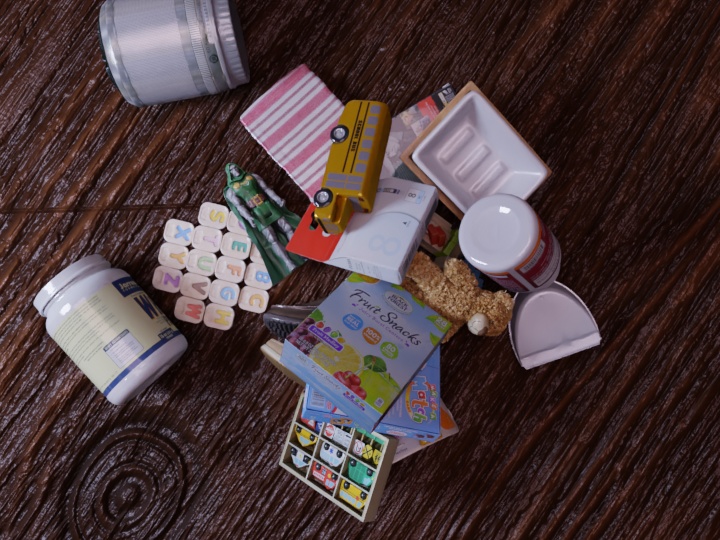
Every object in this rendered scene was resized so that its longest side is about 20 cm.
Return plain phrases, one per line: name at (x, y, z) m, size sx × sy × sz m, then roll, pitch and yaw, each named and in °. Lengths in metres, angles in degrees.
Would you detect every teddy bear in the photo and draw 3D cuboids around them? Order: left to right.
teddy bear at (0.132, 0.045, 0.955) m, size 0.200 × 0.067 × 0.145 m, roll 40°, pitch 117°, yaw 1°

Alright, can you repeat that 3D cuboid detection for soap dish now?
soap dish at (0.178, -0.168, 0.983) m, size 0.200 × 0.081 × 0.157 m, roll 42°, pitch 94°, yaw -17°

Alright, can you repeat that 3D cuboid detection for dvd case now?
dvd case at (0.097, -0.196, 1.035) m, size 0.199 × 0.022 × 0.146 m, roll -31°, pitch 90°, yaw -2°

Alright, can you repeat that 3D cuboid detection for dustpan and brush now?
dustpan and brush at (0.294, 0.044, 1.028) m, size 0.139 × 0.057 × 0.201 m, roll -21°, pitch 97°, yaw 9°

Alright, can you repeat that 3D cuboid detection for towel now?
towel at (-0.083, -0.223, 1.018) m, size 0.146 × 0.030 × 0.200 m, roll -42°, pitch 84°, yaw -3°

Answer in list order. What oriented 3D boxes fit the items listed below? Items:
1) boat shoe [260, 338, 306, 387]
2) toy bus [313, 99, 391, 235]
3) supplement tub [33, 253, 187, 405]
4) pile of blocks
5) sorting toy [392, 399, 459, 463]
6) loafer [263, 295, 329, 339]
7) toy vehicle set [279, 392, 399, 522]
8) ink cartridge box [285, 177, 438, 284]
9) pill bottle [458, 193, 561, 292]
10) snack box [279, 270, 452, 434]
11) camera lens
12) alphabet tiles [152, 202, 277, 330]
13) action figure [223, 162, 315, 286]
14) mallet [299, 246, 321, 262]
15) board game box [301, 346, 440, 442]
boat shoe at (-0.066, 0.154, 0.995) m, size 0.199 × 0.074 × 0.069 m, roll 26°, pitch 68°, yaw 21°
toy bus at (-0.011, -0.154, 0.941) m, size 0.078 × 0.065 × 0.201 m, roll 8°, pitch 72°, yaw 14°
supplement tub at (-0.383, 0.089, 0.962) m, size 0.145 × 0.145 × 0.200 m, roll -42°, pitch 91°, yaw -1°
pile of blocks at (0.161, -0.007, 1.004) m, size 0.082 × 0.062 × 0.201 m, roll -33°, pitch 98°, yaw -15°
sorting toy at (0.030, 0.220, 1.008) m, size 0.199 × 0.107 × 0.181 m, roll -27°, pitch 71°, yaw -1°
loafer at (-0.057, 0.078, 1.016) m, size 0.199 × 0.073 × 0.071 m, roll 6°, pitch 57°, yaw -1°
toy vehicle set at (-0.038, 0.280, 0.962) m, size 0.199 × 0.026 × 0.125 m, roll 16°, pitch 88°, yaw 44°
ink cartridge box at (0.000, -0.079, 0.960) m, size 0.199 × 0.047 × 0.161 m, roll 17°, pitch 63°, yaw 19°
pill bottle at (0.231, -0.031, 0.927) m, size 0.112 × 0.200 × 0.114 m, roll -9°, pitch 71°, yaw 28°
snack box at (0.011, 0.103, 0.903) m, size 0.168 × 0.068 × 0.200 m, roll 35°, pitch 49°, yaw 11°
camera lens at (-0.284, -0.345, 0.958) m, size 0.199 × 0.160 × 0.161 m, roll -11°, pitch 90°, yaw -1°
alphabet tiles at (-0.238, -0.007, 1.031) m, size 0.195 × 0.015 × 0.201 m, roll 14°, pitch 89°, yaw -1°
action figure at (-0.154, -0.090, 1.007) m, size 0.118 × 0.055 × 0.200 m, roll -39°, pitch 91°, yaw -24°
mallet at (0.000, 0.000, 1.006) m, size 0.199 × 0.041 × 0.066 m, roll 4°, pitch 94°, yaw -13°
board game box at (0.021, 0.162, 0.930) m, size 0.199 × 0.037 × 0.152 m, roll 13°, pitch 52°, yaw -9°
